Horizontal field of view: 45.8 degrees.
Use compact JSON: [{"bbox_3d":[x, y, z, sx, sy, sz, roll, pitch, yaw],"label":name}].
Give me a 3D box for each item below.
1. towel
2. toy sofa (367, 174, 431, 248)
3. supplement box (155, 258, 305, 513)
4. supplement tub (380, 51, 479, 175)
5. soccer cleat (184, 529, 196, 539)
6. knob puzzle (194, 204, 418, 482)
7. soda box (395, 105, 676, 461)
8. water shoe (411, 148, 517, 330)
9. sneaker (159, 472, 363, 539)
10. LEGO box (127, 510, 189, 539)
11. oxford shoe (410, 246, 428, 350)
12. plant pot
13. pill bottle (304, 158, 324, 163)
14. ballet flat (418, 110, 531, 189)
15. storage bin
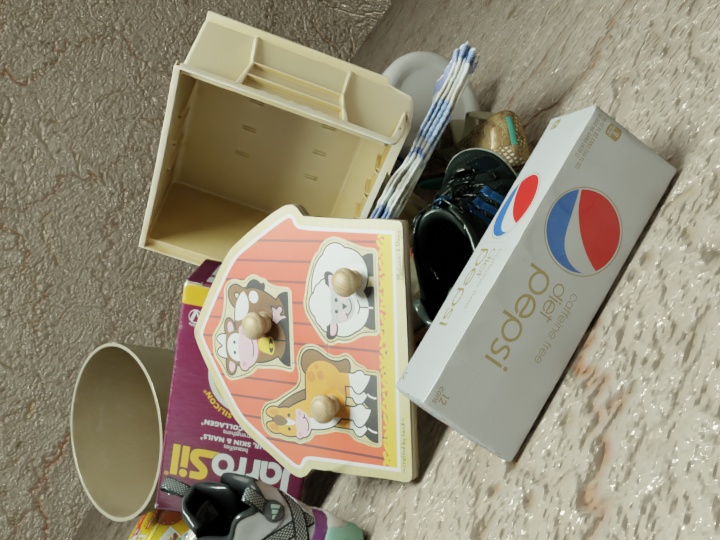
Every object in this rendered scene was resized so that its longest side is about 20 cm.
[{"bbox_3d":[0.044,-0.097,0.769,0.203,0.023,0.147,-63,2,-3],"label":"towel"},{"bbox_3d":[0.000,0.000,0.919,0.202,0.082,0.098,-54,13,12],"label":"toy sofa"},{"bbox_3d":[-0.099,0.106,0.750,0.103,0.128,0.205,-92,11,-78],"label":"supplement box"},{"bbox_3d":[0.050,-0.173,1.044,0.134,0.131,0.200,-60,11,-16],"label":"supplement tub"},{"bbox_3d":[-0.155,0.300,0.823,0.203,0.068,0.077,-64,11,-17],"label":"soccer cleat"},{"bbox_3d":[-0.052,0.054,0.622,0.221,0.221,0.030,-50,-21,28],"label":"knob puzzle"},{"bbox_3d":[0.104,0.006,0.515,0.202,0.067,0.064,-59,12,-7],"label":"soda box"},{"bbox_3d":[0.077,-0.031,0.614,0.070,0.079,0.203,-21,44,26],"label":"water shoe"},{"bbox_3d":[-0.098,0.203,0.648,0.200,0.139,0.079,-44,17,45],"label":"sneaker"},{"bbox_3d":[-0.257,0.382,0.991,0.203,0.076,0.149,-63,13,-25],"label":"LEGO box"},{"bbox_3d":[0.050,0.007,0.714,0.201,0.074,0.071,-52,10,19],"label":"oxford shoe"},{"bbox_3d":[-0.204,0.175,0.997,0.198,0.189,0.188,0,-41,-48],"label":"plant pot"},{"bbox_3d":[-0.037,-0.121,0.919,0.118,0.115,0.200,-59,-11,-12],"label":"pill bottle"},{"bbox_3d":[0.105,-0.116,0.814,0.199,0.069,0.067,-177,82,-69],"label":"ballet flat"},{"bbox_3d":[-0.076,-0.090,0.756,0.095,0.194,0.202,-81,12,-46],"label":"storage bin"}]
